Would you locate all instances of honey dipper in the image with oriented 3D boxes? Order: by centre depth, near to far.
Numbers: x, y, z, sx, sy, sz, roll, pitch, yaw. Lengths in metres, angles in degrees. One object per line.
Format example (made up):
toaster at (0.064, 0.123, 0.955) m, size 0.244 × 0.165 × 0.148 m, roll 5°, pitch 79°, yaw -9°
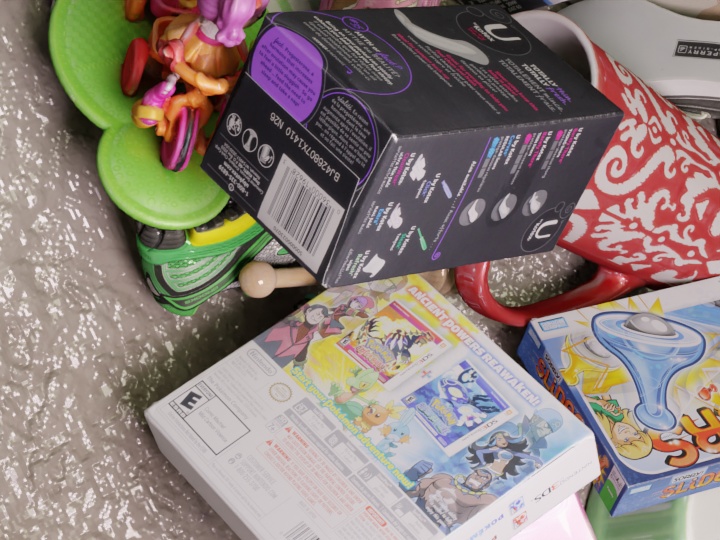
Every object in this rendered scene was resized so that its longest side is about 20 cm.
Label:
honey dipper at (0.000, 0.000, 1.534) m, size 0.200 × 0.038 × 0.038 m, roll -2°, pitch 80°, yaw -45°

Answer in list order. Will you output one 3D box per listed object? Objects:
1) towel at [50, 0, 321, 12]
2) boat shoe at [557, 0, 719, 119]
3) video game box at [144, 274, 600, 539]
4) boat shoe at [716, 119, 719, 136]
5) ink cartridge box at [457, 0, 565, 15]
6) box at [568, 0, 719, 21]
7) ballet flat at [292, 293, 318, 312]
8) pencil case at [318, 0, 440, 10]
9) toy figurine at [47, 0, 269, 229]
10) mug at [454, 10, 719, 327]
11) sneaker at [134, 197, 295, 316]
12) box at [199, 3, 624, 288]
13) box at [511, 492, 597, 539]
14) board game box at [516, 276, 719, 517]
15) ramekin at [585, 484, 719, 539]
towel at (-0.085, -0.145, 1.555) m, size 0.200 × 0.023 × 0.153 m, roll -27°, pitch 92°, yaw -31°
boat shoe at (0.214, -0.131, 1.647) m, size 0.071 × 0.200 × 0.064 m, roll -64°, pitch 148°, yaw -22°
video game box at (0.005, 0.097, 1.415) m, size 0.182 × 0.200 × 0.047 m, roll -35°, pitch 140°, yaw -14°
boat shoe at (0.291, -0.165, 1.743) m, size 0.066 × 0.072 × 0.201 m, roll 9°, pitch 70°, yaw -22°
ink cartridge box at (0.172, -0.261, 1.624) m, size 0.043 × 0.198 × 0.200 m, roll 41°, pitch 63°, yaw -23°
box at (0.232, -0.222, 1.646) m, size 0.078 × 0.200 × 0.095 m, roll 35°, pitch 65°, yaw -18°
ballet flat at (0.040, 0.078, 1.554) m, size 0.200 × 0.074 × 0.074 m, roll 22°, pitch 69°, yaw -20°
pencil case at (0.021, -0.187, 1.532) m, size 0.083 × 0.087 × 0.200 m, roll 16°, pitch 86°, yaw 1°
toy figurine at (-0.087, -0.153, 1.408) m, size 0.150 × 0.184 × 0.200 m, roll 11°, pitch 57°, yaw -15°
mug at (0.141, -0.053, 1.598) m, size 0.200 × 0.178 × 0.134 m, roll 25°, pitch 26°, yaw -43°
sneaker at (-0.054, -0.037, 1.525) m, size 0.200 × 0.085 × 0.078 m, roll -23°, pitch 46°, yaw -29°
box at (0.031, -0.075, 1.409) m, size 0.200 × 0.106 × 0.122 m, roll -9°, pitch 44°, yaw -45°
box at (0.055, 0.196, 1.482) m, size 0.176 × 0.097 × 0.200 m, roll -22°, pitch 91°, yaw -7°
board game box at (0.217, 0.072, 1.577) m, size 0.200 × 0.034 × 0.135 m, roll -13°, pitch 55°, yaw -25°
ramekin at (0.254, 0.182, 1.630) m, size 0.200 × 0.098 × 0.200 m, roll 7°, pitch 76°, yaw -28°
